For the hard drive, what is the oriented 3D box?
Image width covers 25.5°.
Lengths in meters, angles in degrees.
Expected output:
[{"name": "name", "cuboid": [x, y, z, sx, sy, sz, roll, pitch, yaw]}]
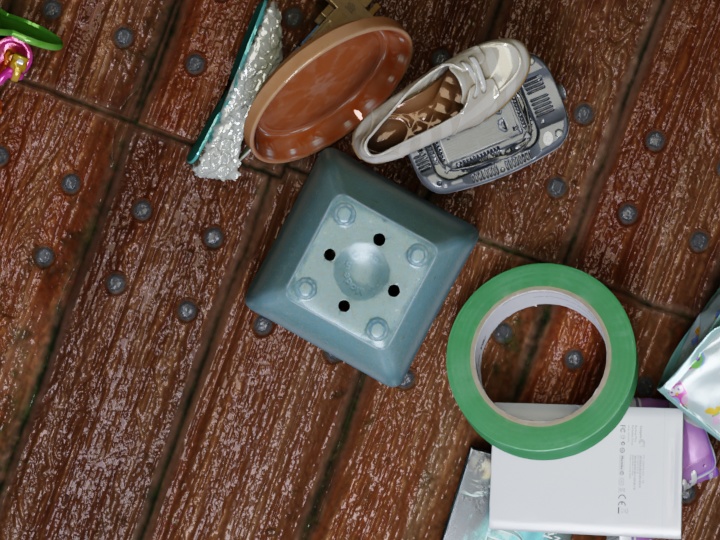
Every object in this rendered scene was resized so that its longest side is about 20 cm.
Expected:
[{"name": "hard drive", "cuboid": [0.236, 0.208, 1.659, 0.198, 0.027, 0.134, 1, 79, 14]}]

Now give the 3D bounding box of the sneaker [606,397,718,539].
[{"name": "sneaker", "cuboid": [0.325, 0.240, 1.692, 0.113, 0.073, 0.203, 7, 91, -3]}]

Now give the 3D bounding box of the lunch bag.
[{"name": "lunch bag", "cuboid": [0.420, 0.097, 1.642, 0.170, 0.122, 0.201, 37, 71, 0]}]

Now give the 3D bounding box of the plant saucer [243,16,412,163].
[{"name": "plant saucer", "cuboid": [-0.036, -0.187, 1.621, 0.199, 0.200, 0.032, -36, 71, 1]}]

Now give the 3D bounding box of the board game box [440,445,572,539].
[{"name": "board game box", "cuboid": [0.151, 0.305, 1.713, 0.134, 0.028, 0.202, 17, 91, -1]}]

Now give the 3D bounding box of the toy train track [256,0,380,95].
[{"name": "toy train track", "cuboid": [-0.041, -0.243, 1.672, 0.115, 0.033, 0.200, 43, 69, -7]}]

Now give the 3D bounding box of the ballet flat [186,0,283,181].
[{"name": "ballet flat", "cuboid": [-0.119, -0.186, 1.687, 0.071, 0.072, 0.202, 26, 97, -1]}]

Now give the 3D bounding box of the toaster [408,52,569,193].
[{"name": "toaster", "cuboid": [0.116, -0.146, 1.651, 0.198, 0.129, 0.115, -24, 91, 0]}]

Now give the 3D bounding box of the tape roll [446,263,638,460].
[{"name": "tape roll", "cuboid": [0.190, 0.095, 1.661, 0.198, 0.048, 0.203, -4, 71, 12]}]

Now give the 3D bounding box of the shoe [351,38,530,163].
[{"name": "shoe", "cuboid": [0.082, -0.164, 1.559, 0.199, 0.053, 0.070, -32, 91, 1]}]

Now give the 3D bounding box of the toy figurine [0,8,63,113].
[{"name": "toy figurine", "cuboid": [-0.437, -0.193, 1.671, 0.198, 0.150, 0.185, 18, 106, -25]}]

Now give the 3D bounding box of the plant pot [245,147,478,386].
[{"name": "plant pot", "cuboid": [0.000, 0.000, 1.620, 0.195, 0.200, 0.197, 29, 92, 0]}]
